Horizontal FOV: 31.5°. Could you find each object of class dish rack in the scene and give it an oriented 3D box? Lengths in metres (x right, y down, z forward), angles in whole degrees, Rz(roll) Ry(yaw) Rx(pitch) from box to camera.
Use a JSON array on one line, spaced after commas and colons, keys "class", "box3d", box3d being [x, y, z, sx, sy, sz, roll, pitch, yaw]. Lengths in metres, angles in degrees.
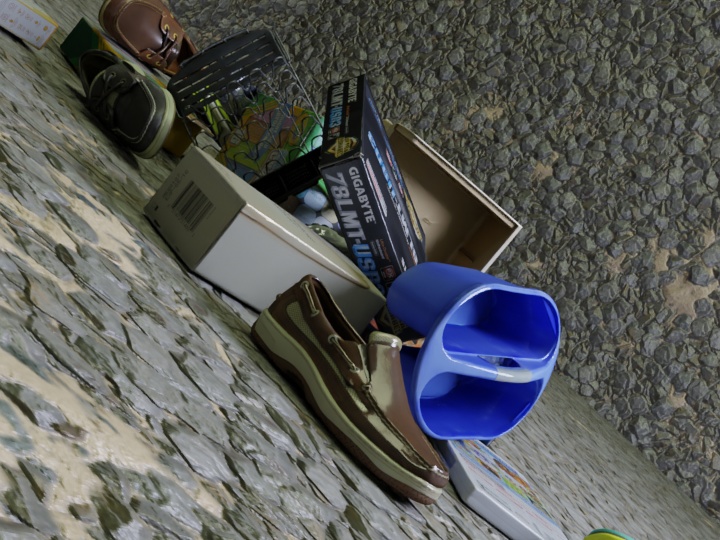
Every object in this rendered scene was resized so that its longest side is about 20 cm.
[{"class": "dish rack", "box3d": [-0.116, -0.159, 1.351, 0.201, 0.152, 0.055, 62, -2, 12]}]

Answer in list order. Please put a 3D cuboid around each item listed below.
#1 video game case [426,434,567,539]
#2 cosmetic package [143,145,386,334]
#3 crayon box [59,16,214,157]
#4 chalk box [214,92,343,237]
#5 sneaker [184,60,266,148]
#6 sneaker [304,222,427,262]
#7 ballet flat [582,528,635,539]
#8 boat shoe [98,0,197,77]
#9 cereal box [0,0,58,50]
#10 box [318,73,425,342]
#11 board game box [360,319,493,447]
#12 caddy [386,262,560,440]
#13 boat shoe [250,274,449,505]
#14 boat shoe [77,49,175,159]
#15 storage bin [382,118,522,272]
[{"class": "video game case", "box3d": [0.121, 0.192, 1.125, 0.143, 0.018, 0.200, 39, 6, -18]}, {"class": "cosmetic package", "box3d": [-0.078, -0.012, 1.083, 0.200, 0.073, 0.104, 34, 9, -47]}, {"class": "crayon box", "box3d": [-0.259, -0.206, 1.468, 0.125, 0.052, 0.200, 36, 7, -40]}, {"class": "chalk box", "box3d": [-0.062, -0.105, 1.448, 0.124, 0.124, 0.199, 36, -6, -38]}, {"class": "sneaker", "box3d": [-0.140, -0.177, 1.548, 0.074, 0.081, 0.200, 48, -4, 28]}, {"class": "sneaker", "box3d": [0.000, 0.000, 1.389, 0.199, 0.074, 0.080, -2, 49, -44]}, {"class": "ballet flat", "box3d": [0.251, 0.291, 1.029, 0.200, 0.067, 0.067, 42, 45, -12]}, {"class": "boat shoe", "box3d": [-0.241, -0.279, 1.519, 0.067, 0.072, 0.200, 40, 2, 19]}, {"class": "cereal box", "box3d": [-0.413, -0.311, 1.293, 0.144, 0.040, 0.200, 44, 7, 29]}, {"class": "box", "box3d": [0.015, -0.062, 1.243, 0.199, 0.049, 0.202, -88, 159, -62]}, {"class": "board game box", "box3d": [0.081, 0.085, 1.302, 0.200, 0.035, 0.135, 42, 34, 12]}, {"class": "caddy", "box3d": [0.098, 0.073, 1.114, 0.105, 0.143, 0.199, 27, 12, 39]}, {"class": "boat shoe", "box3d": [0.001, 0.076, 0.912, 0.202, 0.075, 0.075, 44, 7, 30]}, {"class": "boat shoe", "box3d": [-0.239, -0.170, 1.266, 0.066, 0.072, 0.201, 25, 13, -32]}, {"class": "storage bin", "box3d": [0.051, -0.046, 1.554, 0.198, 0.200, 0.094, 38, 4, -21]}]
